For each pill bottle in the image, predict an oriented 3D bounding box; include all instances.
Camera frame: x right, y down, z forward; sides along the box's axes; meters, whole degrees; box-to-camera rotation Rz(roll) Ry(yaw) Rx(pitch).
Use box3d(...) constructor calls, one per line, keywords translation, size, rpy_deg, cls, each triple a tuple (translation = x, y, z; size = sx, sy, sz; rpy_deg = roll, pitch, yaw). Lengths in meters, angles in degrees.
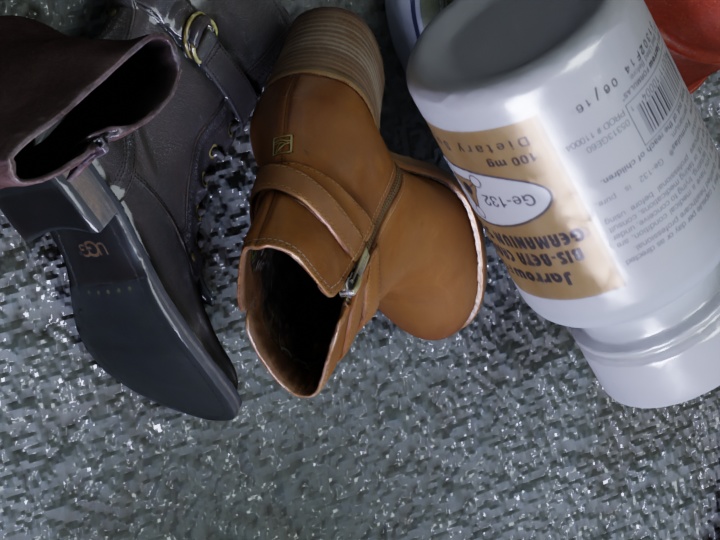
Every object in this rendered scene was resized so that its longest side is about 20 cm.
box3d(translation=(0.112, -0.038, 1.390), size=(0.114, 0.114, 0.200), rpy_deg=(-47, 123, -27), cls="pill bottle")

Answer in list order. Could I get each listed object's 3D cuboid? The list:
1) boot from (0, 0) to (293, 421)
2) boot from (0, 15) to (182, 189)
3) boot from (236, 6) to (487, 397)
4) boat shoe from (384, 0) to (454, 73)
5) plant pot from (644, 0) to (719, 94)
box3d(translation=(-0.073, -0.051, 1.340), size=(0.174, 0.069, 0.200), rpy_deg=(-55, 130, -33), cls="boot")
box3d(translation=(-0.186, -0.046, 1.177), size=(0.200, 0.166, 0.072), rpy_deg=(-37, 114, -32), cls="boot")
box3d(translation=(0.000, 0.000, 1.339), size=(0.155, 0.077, 0.200), rpy_deg=(-78, 159, -43), cls="boot")
box3d(translation=(0.085, -0.084, 1.465), size=(0.072, 0.062, 0.200), rpy_deg=(-52, 122, -25), cls="boat shoe")
box3d(translation=(0.189, -0.200, 1.426), size=(0.201, 0.195, 0.201), rpy_deg=(20, 62, -42), cls="plant pot")
